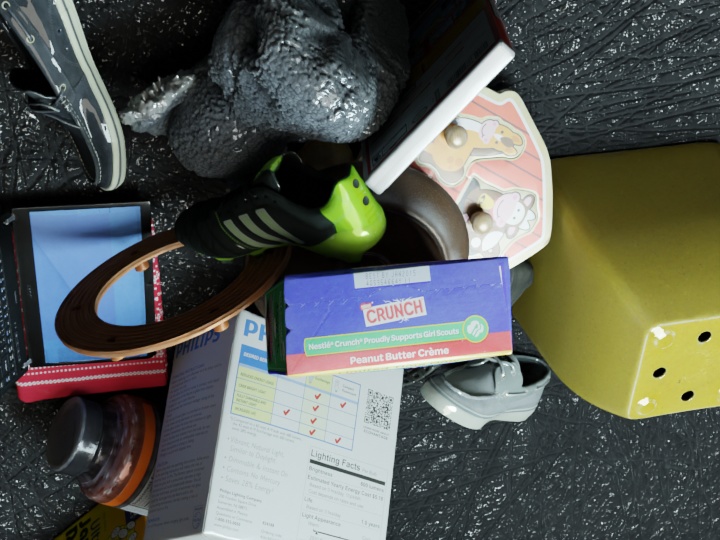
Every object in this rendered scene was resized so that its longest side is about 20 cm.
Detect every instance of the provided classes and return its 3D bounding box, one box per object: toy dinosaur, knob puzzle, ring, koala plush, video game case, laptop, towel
[{"bbox_3d":[-0.045,-0.069,1.139,0.197,0.058,0.103,-4,114,-20],"label":"toy dinosaur"},{"bbox_3d":[0.090,-0.066,1.130,0.216,0.030,0.223,-5,109,-14],"label":"knob puzzle"},{"bbox_3d":[-0.147,0.013,1.024,0.198,0.201,0.019,-20,116,-1],"label":"ring"},{"bbox_3d":[-0.079,-0.140,0.993,0.199,0.186,0.177,-35,130,29],"label":"koala plush"},{"bbox_3d":[0.052,-0.153,0.992,0.017,0.201,0.143,37,112,-20],"label":"video game case"},{"bbox_3d":[-0.270,0.048,1.091,0.102,0.200,0.179,18,129,18],"label":"laptop"},{"bbox_3d":[-0.251,0.036,1.168,0.142,0.023,0.202,-6,128,-11],"label":"towel"}]

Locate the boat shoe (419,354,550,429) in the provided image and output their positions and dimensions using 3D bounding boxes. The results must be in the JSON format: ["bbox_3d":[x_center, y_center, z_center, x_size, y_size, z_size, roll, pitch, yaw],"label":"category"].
[{"bbox_3d":[0.130,0.110,1.297,0.200,0.070,0.072,6,120,-56],"label":"boat shoe"}]

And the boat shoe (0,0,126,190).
[{"bbox_3d":[-0.233,-0.145,0.983,0.062,0.074,0.202,-32,129,-22],"label":"boat shoe"}]

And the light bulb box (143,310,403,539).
[{"bbox_3d":[-0.078,0.170,1.197,0.196,0.203,0.124,22,154,-31],"label":"light bulb box"}]

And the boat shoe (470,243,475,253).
[{"bbox_3d":[0.019,0.012,1.207,0.199,0.063,0.073,-38,130,14],"label":"boat shoe"}]

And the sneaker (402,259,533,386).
[{"bbox_3d":[0.093,0.051,1.259,0.199,0.077,0.090,-38,158,30],"label":"sneaker"}]

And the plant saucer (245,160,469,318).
[{"bbox_3d":[0.000,0.000,1.111,0.197,0.032,0.202,-4,126,-6],"label":"plant saucer"}]

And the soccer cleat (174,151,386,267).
[{"bbox_3d":[-0.068,-0.050,0.975,0.198,0.068,0.082,2,129,36],"label":"soccer cleat"}]

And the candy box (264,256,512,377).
[{"bbox_3d":[0.014,0.039,0.998,0.166,0.078,0.200,-4,175,-8],"label":"candy box"}]

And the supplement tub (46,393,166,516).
[{"bbox_3d":[-0.200,0.183,1.247,0.198,0.108,0.107,25,118,-34],"label":"supplement tub"}]

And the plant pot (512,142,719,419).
[{"bbox_3d":[0.272,0.024,1.209,0.192,0.201,0.196,-6,131,-12],"label":"plant pot"}]

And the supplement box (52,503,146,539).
[{"bbox_3d":[-0.258,0.326,1.347,0.199,0.109,0.109,-38,130,14],"label":"supplement box"}]
